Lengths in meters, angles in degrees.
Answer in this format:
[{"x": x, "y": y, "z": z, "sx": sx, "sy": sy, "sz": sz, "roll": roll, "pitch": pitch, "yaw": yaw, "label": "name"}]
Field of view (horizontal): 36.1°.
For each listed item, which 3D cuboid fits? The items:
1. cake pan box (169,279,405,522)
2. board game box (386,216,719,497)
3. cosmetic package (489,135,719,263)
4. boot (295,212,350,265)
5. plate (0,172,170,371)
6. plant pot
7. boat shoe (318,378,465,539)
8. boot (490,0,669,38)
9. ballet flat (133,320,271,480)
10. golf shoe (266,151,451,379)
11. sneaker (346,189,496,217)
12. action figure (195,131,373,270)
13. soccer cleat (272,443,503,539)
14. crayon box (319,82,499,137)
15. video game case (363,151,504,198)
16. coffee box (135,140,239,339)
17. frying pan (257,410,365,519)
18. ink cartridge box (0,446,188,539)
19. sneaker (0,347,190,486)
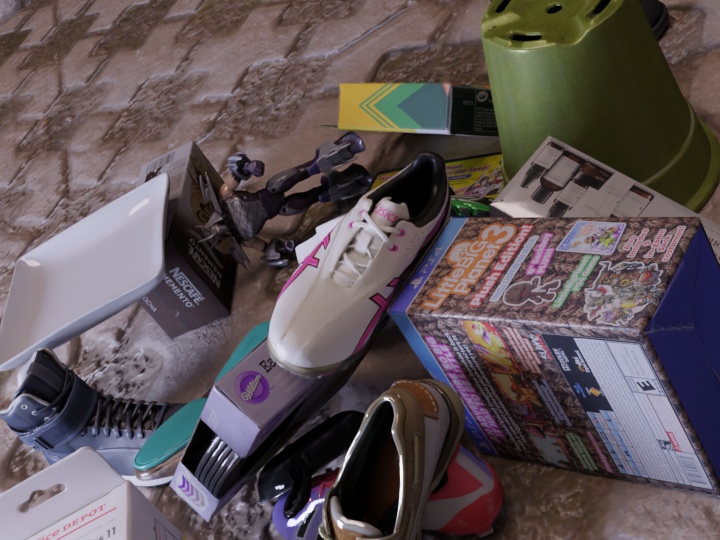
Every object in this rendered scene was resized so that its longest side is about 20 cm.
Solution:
[{"x": -0.058, "y": 0.090, "z": 0.864, "sx": 0.200, "sy": 0.052, "sz": 0.184, "roll": -42, "pitch": -13, "yaw": -38, "label": "cake pan box"}, {"x": 0.148, "y": 0.053, "z": 0.754, "sx": 0.199, "sy": 0.160, "sz": 0.097, "roll": 3, "pitch": 47, "yaw": 44, "label": "board game box"}, {"x": 0.199, "y": -0.017, "z": 0.818, "sx": 0.200, "sy": 0.051, "sz": 0.083, "roll": 32, "pitch": 69, "yaw": 24, "label": "cosmetic package"}, {"x": 0.000, "y": 0.000, "z": 0.955, "sx": 0.072, "sy": 0.091, "sz": 0.200, "roll": -21, "pitch": -3, "yaw": -14, "label": "boot"}, {"x": -0.269, "y": 0.004, "z": 1.107, "sx": 0.199, "sy": 0.032, "sz": 0.200, "roll": -29, "pitch": 33, "yaw": 10, "label": "plate"}, {"x": 0.187, "y": -0.148, "z": 0.929, "sx": 0.199, "sy": 0.190, "sz": 0.201, "roll": -16, "pitch": 40, "yaw": 14, "label": "plant pot"}, {"x": 0.004, "y": 0.166, "z": 0.734, "sx": 0.075, "sy": 0.068, "sz": 0.201, "roll": 20, "pitch": 98, "yaw": 35, "label": "boat shoe"}, {"x": 0.208, "y": -0.290, "z": 1.108, "sx": 0.165, "sy": 0.200, "sz": 0.066, "roll": -35, "pitch": 32, "yaw": 0, "label": "boot"}, {"x": -0.114, "y": 0.129, "z": 0.973, "sx": 0.068, "sy": 0.067, "sz": 0.200, "roll": -2, "pitch": 36, "yaw": 47, "label": "ballet flat"}, {"x": -0.001, "y": -0.010, "z": 0.776, "sx": 0.072, "sy": 0.092, "sz": 0.200, "roll": 27, "pitch": 50, "yaw": 15, "label": "golf shoe"}, {"x": 0.066, "y": -0.054, "z": 0.997, "sx": 0.200, "sy": 0.078, "sz": 0.085, "roll": 7, "pitch": 50, "yaw": 48, "label": "sneaker"}, {"x": -0.085, "y": -0.079, "z": 1.178, "sx": 0.199, "sy": 0.131, "sz": 0.069, "roll": -28, "pitch": 31, "yaw": -10, "label": "action figure"}, {"x": 0.010, "y": 0.161, "z": 0.815, "sx": 0.199, "sy": 0.077, "sz": 0.067, "roll": -10, "pitch": 40, "yaw": 33, "label": "soccer cleat"}, {"x": 0.065, "y": -0.167, "z": 1.154, "sx": 0.127, "sy": 0.051, "sz": 0.200, "roll": -4, "pitch": 9, "yaw": -41, "label": "crayon box"}, {"x": 0.063, "y": -0.041, "z": 1.081, "sx": 0.199, "sy": 0.026, "sz": 0.181, "roll": -5, "pitch": 43, "yaw": 39, "label": "video game case"}, {"x": -0.197, "y": -0.037, "z": 1.229, "sx": 0.080, "sy": 0.113, "sz": 0.200, "roll": -24, "pitch": 35, "yaw": 17, "label": "coffee box"}, {"x": -0.053, "y": 0.156, "z": 0.847, "sx": 0.115, "sy": 0.031, "sz": 0.190, "roll": -35, "pitch": -2, "yaw": 29, "label": "frying pan"}, {"x": -0.177, "y": 0.228, "z": 0.781, "sx": 0.117, "sy": 0.200, "sz": 0.067, "roll": -30, "pitch": 32, "yaw": 8, "label": "ink cartridge box"}, {"x": -0.234, "y": 0.130, "z": 1.016, "sx": 0.202, "sy": 0.146, "sz": 0.077, "roll": -17, "pitch": 34, "yaw": 23, "label": "sneaker"}]
